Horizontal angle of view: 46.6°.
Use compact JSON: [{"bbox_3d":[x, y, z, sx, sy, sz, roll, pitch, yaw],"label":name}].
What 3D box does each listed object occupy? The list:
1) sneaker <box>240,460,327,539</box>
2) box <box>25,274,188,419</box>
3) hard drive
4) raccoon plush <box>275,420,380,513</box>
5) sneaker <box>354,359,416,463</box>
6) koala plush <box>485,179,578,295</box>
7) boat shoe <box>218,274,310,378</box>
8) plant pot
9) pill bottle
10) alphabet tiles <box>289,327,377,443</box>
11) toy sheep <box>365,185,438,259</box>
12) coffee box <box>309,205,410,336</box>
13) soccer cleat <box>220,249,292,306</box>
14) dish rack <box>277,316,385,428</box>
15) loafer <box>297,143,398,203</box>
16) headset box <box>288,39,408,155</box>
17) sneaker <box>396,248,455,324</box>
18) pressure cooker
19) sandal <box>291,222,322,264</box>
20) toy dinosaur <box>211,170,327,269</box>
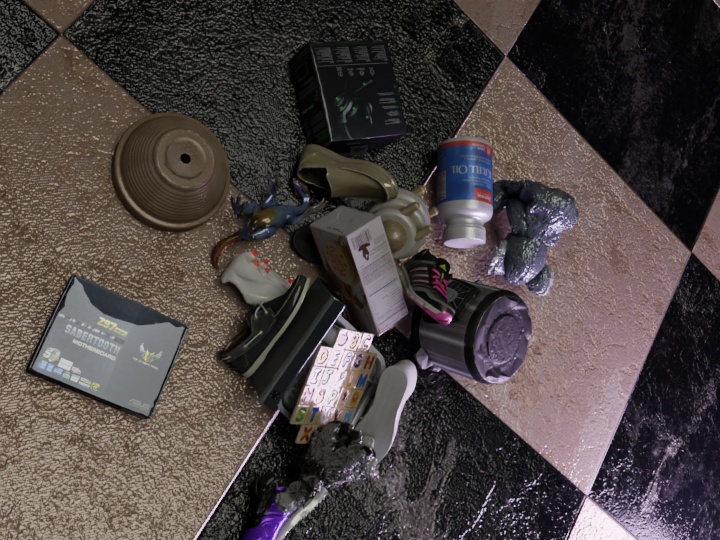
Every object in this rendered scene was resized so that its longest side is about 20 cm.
[{"bbox_3d":[-0.152,0.388,1.364,0.200,0.069,0.100,-38,97,-37],"label":"sneaker"},{"bbox_3d":[-0.388,0.120,1.292,0.199,0.051,0.159,28,67,-21],"label":"box"},{"bbox_3d":[-0.103,0.113,1.358,0.033,0.140,0.201,35,92,-18],"label":"hard drive"},{"bbox_3d":[-0.053,0.336,1.385,0.199,0.135,0.097,-32,52,-13],"label":"raccoon plush"},{"bbox_3d":[0.048,0.255,1.494,0.073,0.115,0.201,27,101,13],"label":"sneaker"},{"bbox_3d":[0.333,-0.062,1.672,0.176,0.183,0.201,26,81,-22],"label":"koala plush"},{"bbox_3d":[-0.155,0.084,1.377,0.067,0.072,0.200,37,100,-11],"label":"boat shoe"},{"bbox_3d":[-0.300,-0.170,1.375,0.199,0.093,0.203,5,79,-28],"label":"plant pot"},{"bbox_3d":[0.204,-0.150,1.639,0.111,0.112,0.202,7,77,-28],"label":"pill bottle"},{"bbox_3d":[-0.041,0.193,1.380,0.166,0.006,0.202,17,95,-54],"label":"alphabet tiles"},{"bbox_3d":[0.070,-0.089,1.535,0.138,0.137,0.200,54,22,-9],"label":"toy sheep"},{"bbox_3d":[0.000,0.000,1.454,0.079,0.114,0.201,-32,121,-26],"label":"coffee box"},{"bbox_3d":[-0.152,0.044,1.437,0.200,0.077,0.070,43,19,-30],"label":"soccer cleat"},{"bbox_3d":[-0.057,0.193,1.454,0.172,0.043,0.201,45,62,-28],"label":"dish rack"},{"bbox_3d":[-0.028,-0.159,1.483,0.199,0.076,0.069,21,58,20],"label":"loafer"},{"bbox_3d":[-0.020,-0.316,1.557,0.173,0.093,0.202,-12,87,-31],"label":"headset box"},{"bbox_3d":[0.125,0.020,1.461,0.087,0.200,0.074,-46,117,7],"label":"sneaker"},{"bbox_3d":[0.189,0.107,1.535,0.175,0.199,0.180,2,99,-40],"label":"pressure cooker"},{"bbox_3d":[-0.030,-0.040,1.523,0.199,0.048,0.076,17,73,-26],"label":"sandal"},{"bbox_3d":[-0.160,-0.103,1.464,0.106,0.199,0.181,59,24,9],"label":"toy dinosaur"}]
